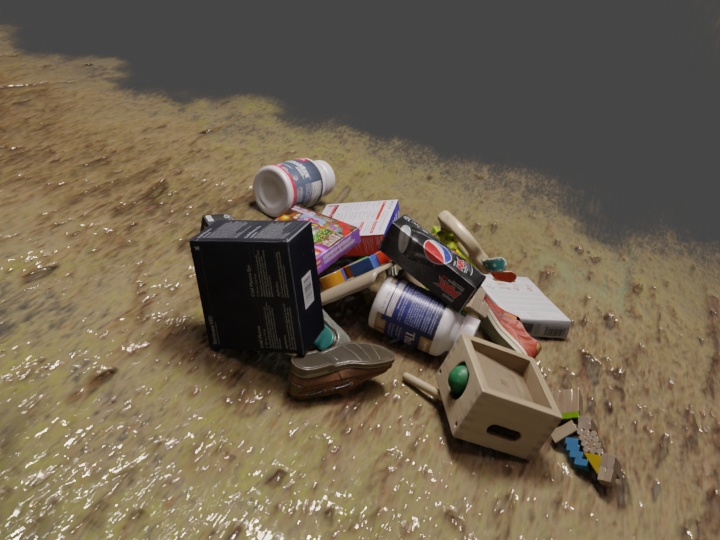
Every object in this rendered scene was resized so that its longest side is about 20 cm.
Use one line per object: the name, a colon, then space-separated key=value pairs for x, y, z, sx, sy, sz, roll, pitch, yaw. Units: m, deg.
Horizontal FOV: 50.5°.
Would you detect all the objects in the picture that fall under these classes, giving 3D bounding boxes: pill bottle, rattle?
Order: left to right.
pill bottle: x=-0.154 y=-0.208 z=1.846 sx=0.119 sy=0.121 sz=0.199 roll=30 pitch=30 yaw=24
pill bottle: x=0.123 y=0.095 z=1.462 sx=0.198 sy=0.112 sz=0.111 roll=23 pitch=28 yaw=12
rattle: x=0.197 y=-0.014 z=1.546 sx=0.142 sy=0.131 sz=0.201 roll=-31 pitch=66 yaw=-14

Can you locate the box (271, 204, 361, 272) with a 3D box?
box: x=-0.115 y=-0.069 z=1.611 sx=0.198 sy=0.040 sz=0.136 roll=22 pitch=47 yaw=38

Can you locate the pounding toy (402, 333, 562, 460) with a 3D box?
pounding toy: x=0.199 y=0.213 z=1.298 sx=0.197 sy=0.143 sz=0.185 roll=20 pitch=27 yaw=-18

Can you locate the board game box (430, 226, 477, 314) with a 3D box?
board game box: x=0.196 y=-0.004 z=1.689 sx=0.047 sy=0.103 sz=0.201 roll=5 pitch=30 yaw=-18

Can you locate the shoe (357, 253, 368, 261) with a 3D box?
shoe: x=0.036 y=-0.041 z=1.719 sx=0.069 sy=0.054 sz=0.201 roll=18 pitch=28 yaw=3

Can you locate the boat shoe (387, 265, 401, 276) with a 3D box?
boat shoe: x=0.103 y=0.014 z=1.638 sx=0.074 sy=0.069 sz=0.201 roll=8 pitch=33 yaw=-21

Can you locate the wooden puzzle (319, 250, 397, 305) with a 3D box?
wooden puzzle: x=0.000 y=0.000 z=1.515 sx=0.200 sy=0.184 sz=0.047 roll=-35 pitch=100 yaw=-53

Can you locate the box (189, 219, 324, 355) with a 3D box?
box: x=-0.169 y=0.025 z=1.279 sx=0.179 sy=0.203 sz=0.104 roll=2 pitch=22 yaw=19

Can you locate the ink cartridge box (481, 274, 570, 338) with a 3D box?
ink cartridge box: x=0.349 y=0.077 z=1.697 sx=0.160 sy=0.058 sz=0.200 roll=4 pitch=22 yaw=-22

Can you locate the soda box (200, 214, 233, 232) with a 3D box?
soda box: x=-0.255 y=-0.031 z=1.504 sx=0.063 sy=0.072 sz=0.200 roll=-5 pitch=36 yaw=-31

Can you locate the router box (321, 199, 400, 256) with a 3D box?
router box: x=-0.012 y=-0.096 z=1.721 sx=0.176 sy=0.050 sz=0.201 roll=-3 pitch=26 yaw=15

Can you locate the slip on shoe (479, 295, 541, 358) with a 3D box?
slip on shoe: x=0.294 y=0.112 z=1.555 sx=0.061 sy=0.075 sz=0.200 roll=-27 pitch=49 yaw=-13

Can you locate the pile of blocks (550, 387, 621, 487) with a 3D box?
pile of blocks: x=0.382 y=0.296 z=1.317 sx=0.062 sy=0.081 sz=0.201 roll=50 pitch=15 yaw=-41

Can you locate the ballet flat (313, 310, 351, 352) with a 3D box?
ballet flat: x=-0.079 y=0.104 z=1.401 sx=0.063 sy=0.068 sz=0.200 roll=32 pitch=8 yaw=-40

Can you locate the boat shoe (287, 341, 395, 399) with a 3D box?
boat shoe: x=-0.034 y=0.171 z=1.291 sx=0.197 sy=0.069 sz=0.072 roll=-3 pitch=25 yaw=-29

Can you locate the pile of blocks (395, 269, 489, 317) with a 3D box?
pile of blocks: x=0.168 y=0.030 z=1.530 sx=0.198 sy=0.063 sz=0.082 roll=24 pitch=-16 yaw=9

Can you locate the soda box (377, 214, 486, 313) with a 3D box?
soda box: x=0.133 y=-0.015 z=1.435 sx=0.199 sy=0.071 sz=0.063 roll=38 pitch=33 yaw=12
